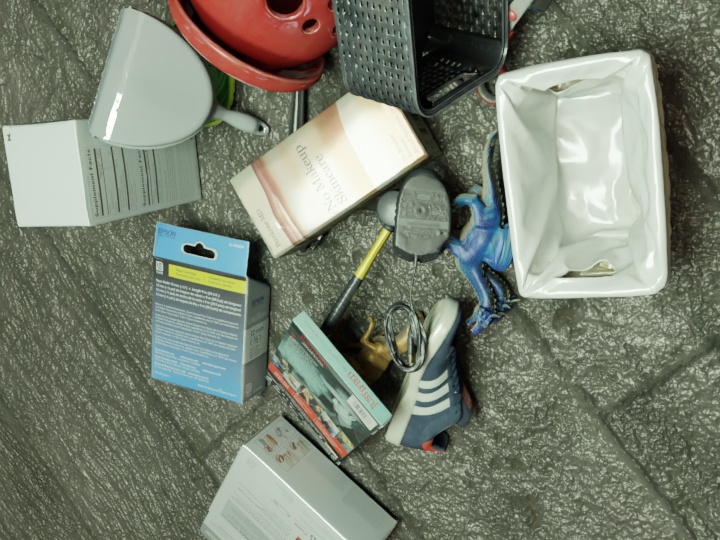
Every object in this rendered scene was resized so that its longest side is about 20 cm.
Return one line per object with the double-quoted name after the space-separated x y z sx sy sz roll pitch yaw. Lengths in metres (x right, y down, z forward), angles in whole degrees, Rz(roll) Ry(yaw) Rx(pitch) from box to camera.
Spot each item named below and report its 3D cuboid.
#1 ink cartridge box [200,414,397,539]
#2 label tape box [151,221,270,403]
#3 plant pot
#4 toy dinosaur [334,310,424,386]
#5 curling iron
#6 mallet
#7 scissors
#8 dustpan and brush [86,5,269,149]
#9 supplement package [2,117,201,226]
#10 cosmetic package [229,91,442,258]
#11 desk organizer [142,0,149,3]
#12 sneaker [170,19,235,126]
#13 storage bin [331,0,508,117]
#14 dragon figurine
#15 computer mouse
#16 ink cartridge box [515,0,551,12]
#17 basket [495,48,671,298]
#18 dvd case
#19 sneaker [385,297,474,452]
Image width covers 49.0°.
-0.083 0.317 0.983 0.199 0.084 0.177 39 122 13 "ink cartridge box"
-0.186 0.047 0.983 0.141 0.066 0.205 11 105 23 "label tape box"
-0.082 -0.297 0.777 0.201 0.200 0.183 45 125 9 "plant pot"
-0.005 0.115 0.912 0.106 0.060 0.201 44 117 9 "toy dinosaur"
-0.066 -0.117 0.906 0.048 0.026 0.205 0 101 13 "curling iron"
0.000 0.000 0.847 0.041 0.066 0.202 34 95 12 "mallet"
0.129 -0.232 0.729 0.073 0.014 0.201 40 150 14 "scissors"
-0.184 -0.183 0.864 0.057 0.197 0.142 32 104 64 "dustpan and brush"
-0.291 -0.121 0.915 0.112 0.199 0.112 1 103 26 "supplement package"
-0.025 -0.110 0.834 0.198 0.087 0.104 -34 89 19 "cosmetic package"
-0.219 -0.408 0.884 0.076 0.072 0.203 31 114 13 "desk organizer"
-0.181 -0.265 0.892 0.073 0.083 0.205 7 105 24 "sneaker"
0.051 -0.253 0.675 0.093 0.135 0.203 25 138 37 "storage bin"
0.138 -0.037 0.805 0.098 0.059 0.203 27 113 18 "dragon figurine"
0.056 0.000 0.793 0.057 0.034 0.205 7 93 3 "computer mouse"
0.118 -0.348 0.734 0.199 0.068 0.116 40 117 12 "ink cartridge box"
0.210 -0.088 0.721 0.133 0.123 0.205 -3 100 27 "basket"
-0.044 0.140 0.899 0.146 0.022 0.200 49 154 9 "dvd case"
0.092 0.119 0.855 0.083 0.075 0.203 19 128 3 "sneaker"
